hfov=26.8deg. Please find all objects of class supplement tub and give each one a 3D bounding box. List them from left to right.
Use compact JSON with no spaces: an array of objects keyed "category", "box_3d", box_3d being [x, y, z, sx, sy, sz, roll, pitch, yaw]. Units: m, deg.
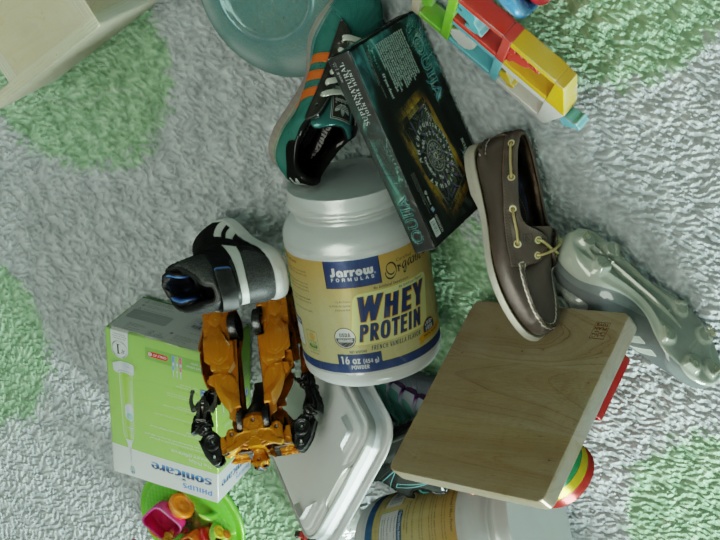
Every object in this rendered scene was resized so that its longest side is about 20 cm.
[{"category":"supplement tub","box_3d":[0.000,0.000,1.517,0.144,0.144,0.200,3,115,27]},{"category":"supplement tub","box_3d":[0.108,0.291,1.603,0.200,0.145,0.145,-22,102,35]}]

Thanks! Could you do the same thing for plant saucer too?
[{"category":"plant saucer","box_3d":[-0.087,-0.282,1.489,0.201,0.039,0.201,12,118,23]}]

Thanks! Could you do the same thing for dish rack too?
[{"category":"dish rack","box_3d":[-0.043,0.176,1.595,0.043,0.200,0.172,16,113,-29]}]

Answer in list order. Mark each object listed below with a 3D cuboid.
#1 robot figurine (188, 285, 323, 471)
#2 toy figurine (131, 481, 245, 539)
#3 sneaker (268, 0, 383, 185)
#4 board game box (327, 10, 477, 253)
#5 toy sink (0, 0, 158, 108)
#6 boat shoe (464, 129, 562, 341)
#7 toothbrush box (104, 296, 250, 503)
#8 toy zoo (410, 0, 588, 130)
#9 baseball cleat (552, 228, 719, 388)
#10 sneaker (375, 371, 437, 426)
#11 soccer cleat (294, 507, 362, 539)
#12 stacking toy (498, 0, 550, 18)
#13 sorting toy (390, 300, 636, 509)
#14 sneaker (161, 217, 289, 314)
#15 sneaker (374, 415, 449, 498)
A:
[{"category":"robot figurine","box_3d":[-0.109,0.116,1.592,0.145,0.058,0.200,-11,68,11]},{"category":"toy figurine","box_3d":[-0.228,0.363,1.796,0.200,0.184,0.150,46,126,0]},{"category":"sneaker","box_3d":[-0.022,-0.173,1.455,0.080,0.071,0.200,48,119,55]},{"category":"board game box","box_3d":[0.052,-0.133,1.429,0.028,0.135,0.200,-15,106,36]},{"category":"toy sink","box_3d":[-0.325,-0.271,1.568,0.200,0.130,0.112,-29,98,36]},{"category":"boat shoe","box_3d":[0.155,-0.035,1.432,0.059,0.072,0.200,-22,75,34]},{"category":"toothbrush box","box_3d":[-0.208,0.148,1.739,0.145,0.086,0.200,13,118,22]},{"category":"toy zoo","box_3d":[0.129,-0.199,1.370,0.200,0.131,0.020,41,84,5]},{"category":"baseball cleat","box_3d":[0.258,0.047,1.461,0.200,0.070,0.106,48,140,5]},{"category":"sneaker","box_3d":[0.092,0.138,1.597,0.200,0.088,0.074,30,154,37]},{"category":"soccer cleat","box_3d":[-0.030,0.263,1.718,0.085,0.069,0.200,9,118,9]},{"category":"stacking toy","box_3d":[0.199,-0.307,1.298,0.200,0.110,0.116,-20,101,23]},{"category":"sorting toy","box_3d":[0.157,0.136,1.445,0.200,0.199,0.070,4,149,49]},{"category":"sneaker","box_3d":[-0.165,-0.005,1.575,0.200,0.112,0.073,19,119,61]},{"category":"sneaker","box_3d":[0.034,0.208,1.595,0.079,0.075,0.200,54,159,-5]}]
